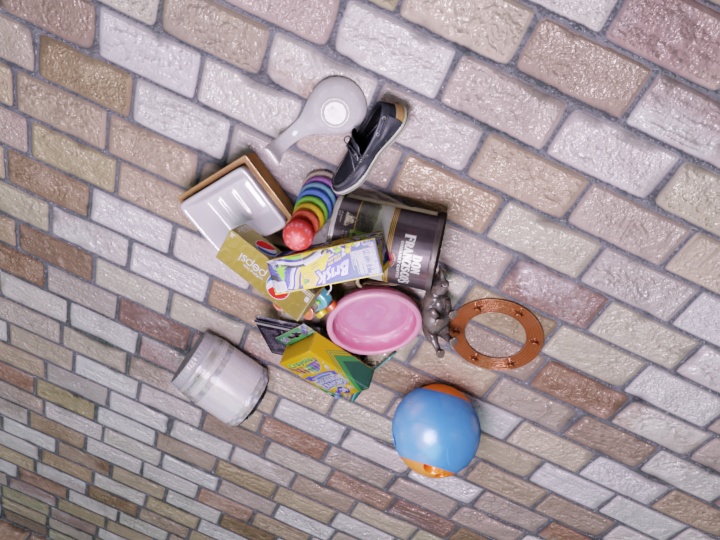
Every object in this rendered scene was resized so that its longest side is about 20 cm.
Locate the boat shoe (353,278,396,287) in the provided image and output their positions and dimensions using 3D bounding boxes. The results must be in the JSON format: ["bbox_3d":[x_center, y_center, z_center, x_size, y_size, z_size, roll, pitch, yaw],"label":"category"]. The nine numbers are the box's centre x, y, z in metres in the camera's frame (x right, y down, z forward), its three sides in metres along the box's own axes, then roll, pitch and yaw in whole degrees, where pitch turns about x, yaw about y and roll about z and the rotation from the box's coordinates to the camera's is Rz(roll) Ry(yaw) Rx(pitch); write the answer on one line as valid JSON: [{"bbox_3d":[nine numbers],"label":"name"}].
[{"bbox_3d":[-0.001,-0.005,1.265,0.199,0.075,0.076,1,128,17],"label":"boat shoe"}]

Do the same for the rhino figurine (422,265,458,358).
[{"bbox_3d":[0.156,0.073,1.275,0.059,0.088,0.202,-15,127,-13],"label":"rhino figurine"}]

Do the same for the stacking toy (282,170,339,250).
[{"bbox_3d":[-0.088,-0.102,1.130,0.084,0.201,0.086,6,123,9],"label":"stacking toy"}]

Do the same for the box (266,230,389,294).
[{"bbox_3d":[-0.055,-0.013,1.084,0.197,0.070,0.065,-10,101,16],"label":"box"}]

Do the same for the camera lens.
[{"bbox_3d":[-0.332,0.264,1.529,0.199,0.161,0.160,37,129,-13],"label":"camera lens"}]

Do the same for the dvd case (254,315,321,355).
[{"bbox_3d":[-0.150,0.160,1.433,0.146,0.016,0.201,11,154,10],"label":"dvd case"}]

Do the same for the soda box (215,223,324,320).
[{"bbox_3d":[-0.169,0.001,1.188,0.199,0.064,0.068,38,112,5],"label":"soda box"}]

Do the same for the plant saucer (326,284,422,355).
[{"bbox_3d":[0.028,0.098,1.320,0.197,0.051,0.202,-2,136,-2],"label":"plant saucer"}]

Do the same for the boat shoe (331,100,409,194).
[{"bbox_3d":[0.003,-0.213,1.095,0.062,0.075,0.200,17,132,-36],"label":"boat shoe"}]

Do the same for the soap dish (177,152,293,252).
[{"bbox_3d":[-0.239,-0.129,1.241,0.198,0.082,0.158,-22,118,31],"label":"soap dish"}]

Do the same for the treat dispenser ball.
[{"bbox_3d":[0.168,0.357,1.414,0.198,0.202,0.203,9,130,11],"label":"treat dispenser ball"}]

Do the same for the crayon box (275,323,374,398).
[{"bbox_3d":[-0.085,0.202,1.374,0.199,0.052,0.125,36,142,-22],"label":"crayon box"}]

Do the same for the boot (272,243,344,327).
[{"bbox_3d":[-0.151,0.044,1.359,0.199,0.073,0.155,33,132,-9],"label":"boot"}]

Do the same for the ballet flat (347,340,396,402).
[{"bbox_3d":[0.008,0.218,1.455,0.075,0.068,0.201,43,125,10],"label":"ballet flat"}]

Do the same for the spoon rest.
[{"bbox_3d":[-0.079,-0.261,1.111,0.198,0.061,0.100,-29,116,19],"label":"spoon rest"}]

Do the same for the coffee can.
[{"bbox_3d":[0.048,-0.053,1.166,0.197,0.147,0.148,12,130,9],"label":"coffee can"}]

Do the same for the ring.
[{"bbox_3d":[0.281,0.141,1.328,0.197,0.019,0.203,9,128,11],"label":"ring"}]

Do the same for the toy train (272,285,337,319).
[{"bbox_3d":[-0.142,0.032,1.247,0.197,0.056,0.152,15,135,24],"label":"toy train"}]

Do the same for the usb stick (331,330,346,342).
[{"bbox_3d":[-0.050,0.184,1.447,0.032,0.056,0.202,-7,132,-17],"label":"usb stick"}]
